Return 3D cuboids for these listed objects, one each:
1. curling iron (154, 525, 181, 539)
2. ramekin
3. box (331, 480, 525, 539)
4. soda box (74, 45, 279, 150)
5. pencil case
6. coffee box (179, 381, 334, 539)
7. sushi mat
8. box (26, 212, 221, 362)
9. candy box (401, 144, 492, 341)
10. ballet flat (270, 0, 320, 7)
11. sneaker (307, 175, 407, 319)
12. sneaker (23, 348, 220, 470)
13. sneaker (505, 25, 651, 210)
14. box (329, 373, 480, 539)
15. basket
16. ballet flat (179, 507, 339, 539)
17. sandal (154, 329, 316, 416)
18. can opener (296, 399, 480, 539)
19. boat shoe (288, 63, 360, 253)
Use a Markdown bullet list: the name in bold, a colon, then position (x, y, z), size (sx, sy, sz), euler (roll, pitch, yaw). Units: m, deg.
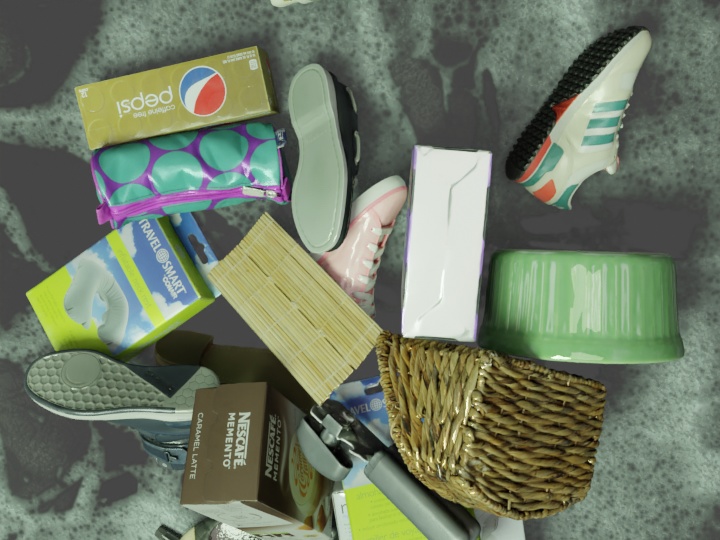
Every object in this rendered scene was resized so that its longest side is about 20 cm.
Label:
- **curling iron**: position (-0.152, 0.352, 1.002), size (0.198, 0.026, 0.050), euler (26, 78, 5)
- **ramekin**: position (0.216, 0.030, 0.844), size (0.198, 0.200, 0.099), euler (2, 92, 4)
- **box**: position (0.080, 0.296, 0.940), size (0.198, 0.097, 0.179), euler (-9, 97, 6)
- **soda box**: position (-0.191, -0.179, 0.902), size (0.198, 0.064, 0.069), euler (-11, 97, 6)
- **pencil case**: position (-0.171, -0.097, 0.881), size (0.198, 0.093, 0.086), euler (-10, 137, -7)
- **coffee box**: position (-0.095, 0.201, 0.867), size (0.079, 0.200, 0.116), euler (-7, 63, 17)
- **sushi mat**: position (-0.069, 0.035, 0.868), size (0.096, 0.012, 0.200), euler (-44, 64, -2)
- **box**: position (-0.253, 0.023, 0.934), size (0.199, 0.048, 0.123), euler (-34, 79, 9)
- **candy box**: position (0.079, -0.036, 0.836), size (0.071, 0.200, 0.170), euler (4, 98, 3)
- **ballet flat**: position (-0.096, -0.311, 0.885), size (0.198, 0.068, 0.064), euler (23, 127, 1)
- **sneaker**: position (0.000, 0.000, 0.903), size (0.200, 0.075, 0.105), euler (-46, 78, 16)
- **sneaker**: position (-0.248, 0.153, 0.913), size (0.200, 0.147, 0.078), euler (9, 55, -1)
- **sneaker**: position (0.242, -0.153, 0.884), size (0.093, 0.070, 0.200), euler (35, 98, -20)
- **box**: position (0.043, 0.205, 0.855), size (0.121, 0.048, 0.202), euler (-14, 64, 4)
- **basket**: position (0.114, 0.151, 0.813), size (0.199, 0.148, 0.144), euler (18, 81, -41)
- **ballet flat**: position (-0.117, 0.300, 0.969), size (0.198, 0.057, 0.067), euler (-13, 80, 4)
- **sandal**: position (-0.129, 0.130, 0.956), size (0.210, 0.078, 0.070), euler (17, 132, 9)
- **can opener**: position (0.020, 0.200, 0.810), size (0.200, 0.053, 0.067), euler (42, 110, 23)
- **boat shoe**: position (-0.028, -0.111, 0.866), size (0.075, 0.060, 0.202), euler (-13, 71, 37)
